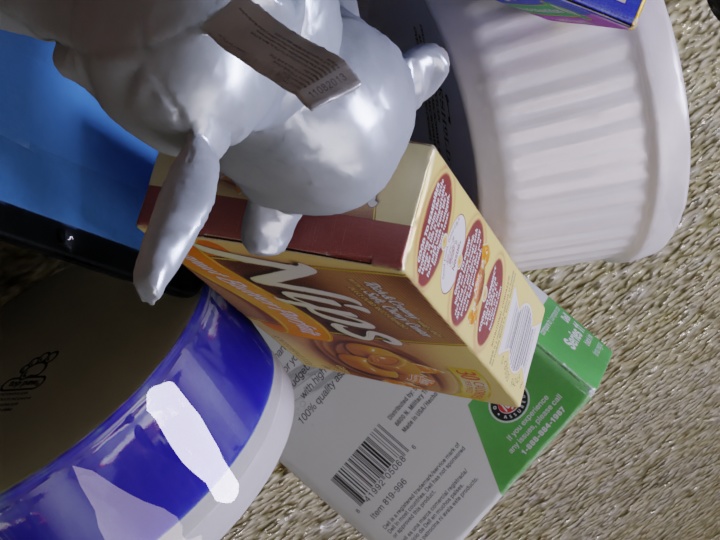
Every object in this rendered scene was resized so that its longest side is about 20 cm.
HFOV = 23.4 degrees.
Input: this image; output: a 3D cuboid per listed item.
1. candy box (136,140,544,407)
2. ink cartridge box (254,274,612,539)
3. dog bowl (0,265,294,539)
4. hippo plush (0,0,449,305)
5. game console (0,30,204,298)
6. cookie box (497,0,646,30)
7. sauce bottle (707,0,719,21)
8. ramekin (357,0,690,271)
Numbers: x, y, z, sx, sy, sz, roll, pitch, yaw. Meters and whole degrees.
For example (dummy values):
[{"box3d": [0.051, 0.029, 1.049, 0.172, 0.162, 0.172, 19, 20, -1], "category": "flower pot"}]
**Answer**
[{"box3d": [0.000, 0.000, 0.747, 0.200, 0.115, 0.056, 48, 54, -63], "category": "candy box"}, {"box3d": [0.008, 0.038, 0.910, 0.147, 0.200, 0.083, -50, 177, 20], "category": "ink cartridge box"}, {"box3d": [-0.134, 0.077, 0.799, 0.200, 0.200, 0.079, -36, 115, -7], "category": "dog bowl"}, {"box3d": [-0.027, -0.092, 0.585, 0.159, 0.200, 0.161, -47, 149, 10], "category": "hippo plush"}, {"box3d": [-0.088, -0.103, 0.680, 0.176, 0.116, 0.200, -46, 153, 12], "category": "game console"}, {"box3d": [0.087, -0.193, 0.626, 0.171, 0.075, 0.201, -109, -140, -80], "category": "cookie box"}, {"box3d": [0.193, -0.191, 0.953, 0.065, 0.065, 0.200, -43, 152, 8], "category": "sauce bottle"}, {"box3d": [0.066, -0.091, 0.815, 0.094, 0.203, 0.203, -17, 148, -13], "category": "ramekin"}]
